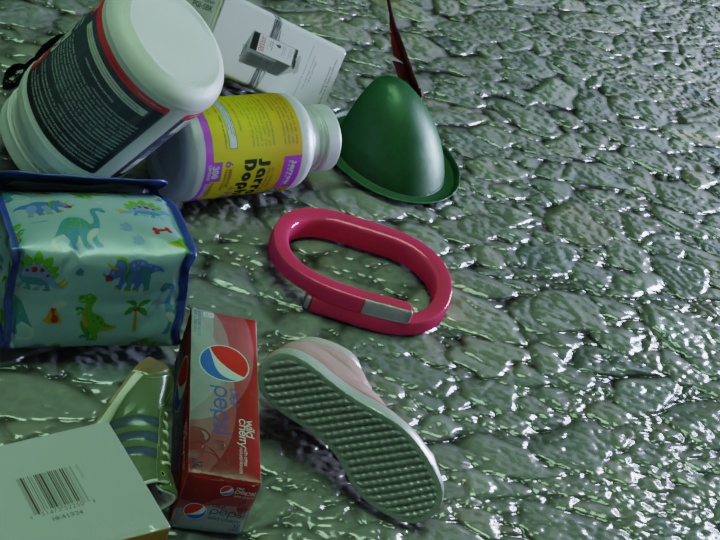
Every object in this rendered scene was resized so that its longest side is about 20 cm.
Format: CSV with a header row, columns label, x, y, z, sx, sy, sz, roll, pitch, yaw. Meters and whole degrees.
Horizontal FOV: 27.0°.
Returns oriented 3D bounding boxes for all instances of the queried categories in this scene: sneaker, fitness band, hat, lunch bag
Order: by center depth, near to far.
label,x,y,z,sx,sy,sz,roll,pitch,yaw
sneaker,-0.184,0.160,1.211,0.089,0.067,0.201,27,43,6
sneaker,0.001,0.133,1.337,0.200,0.075,0.105,42,15,0
lunch bag,-0.254,-0.026,1.363,0.168,0.129,0.200,2,28,-23
fitness band,0.000,0.000,1.538,0.198,0.038,0.144,18,34,-10
hat,0.051,-0.202,1.692,0.199,0.177,0.166,33,37,12

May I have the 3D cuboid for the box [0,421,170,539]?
label,x,y,z,sx,sy,sz,roll,pitch,yaw
box,-0.224,0.214,1.005,0.124,0.201,0.098,-11,48,-37

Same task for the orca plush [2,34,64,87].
label,x,y,z,sx,sy,sz,roll,pitch,yaw
orca plush,-0.328,-0.204,1.574,0.104,0.071,0.200,25,36,2

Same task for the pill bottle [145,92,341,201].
label,x,y,z,sx,sy,sz,roll,pitch,yaw
pill bottle,-0.119,-0.132,1.574,0.199,0.105,0.104,-9,47,-36

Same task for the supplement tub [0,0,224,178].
label,x,y,z,sx,sy,sz,roll,pitch,yaw
supplement tub,-0.241,-0.172,1.446,0.140,0.199,0.141,34,39,-33

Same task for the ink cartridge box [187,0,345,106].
label,x,y,z,sx,sy,sz,roll,pitch,yaw
ink cartridge box,-0.138,-0.251,1.639,0.146,0.084,0.199,27,6,41

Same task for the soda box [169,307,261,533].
label,x,y,z,sx,sy,sz,roll,pitch,yaw
soda box,-0.124,0.126,1.281,0.063,0.070,0.201,11,38,-15
